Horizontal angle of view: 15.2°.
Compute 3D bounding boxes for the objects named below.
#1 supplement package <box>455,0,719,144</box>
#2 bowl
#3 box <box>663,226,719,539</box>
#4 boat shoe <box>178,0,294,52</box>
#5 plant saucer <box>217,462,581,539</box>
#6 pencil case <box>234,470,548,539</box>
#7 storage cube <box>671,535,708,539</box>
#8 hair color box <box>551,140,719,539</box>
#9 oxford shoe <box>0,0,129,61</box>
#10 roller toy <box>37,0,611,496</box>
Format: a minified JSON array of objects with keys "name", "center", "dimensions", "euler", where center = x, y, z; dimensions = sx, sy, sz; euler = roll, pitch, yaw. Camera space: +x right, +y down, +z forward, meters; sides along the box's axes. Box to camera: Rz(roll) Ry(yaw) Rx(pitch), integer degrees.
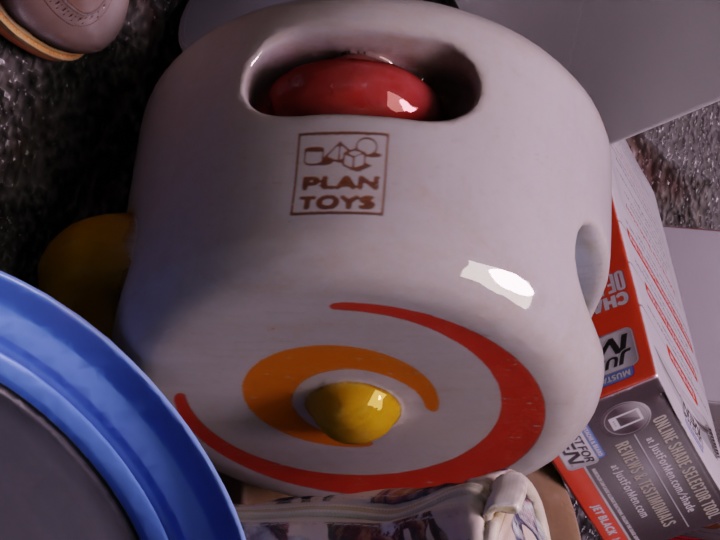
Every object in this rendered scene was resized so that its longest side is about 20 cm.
[{"name":"supplement package","center":[0.159,-0.169,1.094],"dimensions":[0.200,0.191,0.148],"euler":[-38,103,-46]},{"name":"bowl","center":[-0.123,0.083,0.883],"dimensions":[0.200,0.039,0.201],"euler":[32,33,-24]},{"name":"box","center":[0.207,0.071,1.405],"dimensions":[0.200,0.124,0.098],"euler":[49,54,-48]},{"name":"boat shoe","center":[-0.002,-0.116,1.107],"dimensions":[0.200,0.073,0.066],"euler":[-46,126,-42]},{"name":"plant saucer","center":[0.018,0.112,1.114],"dimensions":[0.199,0.029,0.201],"euler":[17,58,-29]},{"name":"pencil case","center":[-0.022,0.115,0.983],"dimensions":[0.090,0.199,0.078],"euler":[66,32,-31]},{"name":"storage cube","center":[0.219,0.256,1.401],"dimensions":[0.171,0.179,0.201],"euler":[50,53,-47]},{"name":"hair color box","center":[0.106,0.013,1.217],"dimensions":[0.111,0.064,0.201],"euler":[56,17,-44]},{"name":"oxford shoe","center":[-0.094,-0.127,0.923],"dimensions":[0.200,0.072,0.072],"euler":[82,24,-65]},{"name":"roller toy","center":[0.000,0.000,1.007],"dimensions":[0.199,0.182,0.140],"euler":[28,50,-31]}]
